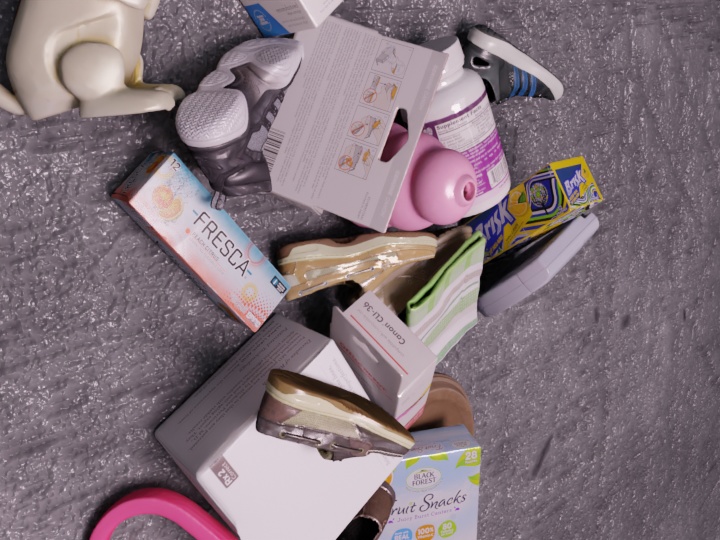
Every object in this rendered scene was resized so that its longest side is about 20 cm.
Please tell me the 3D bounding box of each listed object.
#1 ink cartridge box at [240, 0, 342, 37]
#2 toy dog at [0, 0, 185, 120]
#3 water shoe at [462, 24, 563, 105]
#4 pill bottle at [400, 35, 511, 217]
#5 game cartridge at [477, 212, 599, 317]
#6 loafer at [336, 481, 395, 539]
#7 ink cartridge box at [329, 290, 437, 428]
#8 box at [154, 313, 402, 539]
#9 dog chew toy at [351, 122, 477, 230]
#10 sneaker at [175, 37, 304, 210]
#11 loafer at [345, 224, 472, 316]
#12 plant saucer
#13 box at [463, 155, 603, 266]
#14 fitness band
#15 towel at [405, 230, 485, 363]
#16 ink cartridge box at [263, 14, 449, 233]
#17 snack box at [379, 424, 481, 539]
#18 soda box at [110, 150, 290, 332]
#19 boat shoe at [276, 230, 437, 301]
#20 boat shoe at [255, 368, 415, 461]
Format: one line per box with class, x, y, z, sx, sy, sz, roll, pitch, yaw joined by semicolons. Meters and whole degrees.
ink cartridge box;-0.105;-0.337;0.683;0.068;0.115;0.201;-48;123;-17
toy dog;-0.243;-0.240;0.605;0.187;0.140;0.207;-4;107;2
water shoe;0.202;-0.268;0.976;0.196;0.072;0.080;17;117;-40
pill bottle;0.114;-0.180;0.885;0.111;0.111;0.204;-37;119;-25
game cartridge;0.231;0.000;0.967;0.042;0.200;0.133;44;67;1
loafer;-0.031;0.341;0.866;0.072;0.071;0.203;31;109;-2
ink cartridge box;0.023;0.108;0.813;0.067;0.116;0.202;-38;157;-23
box;-0.087;0.199;0.797;0.200;0.129;0.202;-43;122;-22
dog chew toy;0.051;-0.101;0.794;0.122;0.198;0.129;-13;111;-37
sneaker;-0.112;-0.150;0.713;0.116;0.073;0.202;85;25;-42
loafer;0.070;0.007;0.910;0.197;0.076;0.069;-32;101;-17
plant saucer;0.097;0.250;1.013;0.196;0.029;0.207;-10;106;-36
box;0.217;-0.072;0.929;0.069;0.199;0.066;-16;77;-33
fitness band;-0.197;0.324;0.743;0.199;0.037;0.145;39;95;-2
towel;0.112;0.057;0.921;0.149;0.030;0.202;-46;155;-22
ink cartridge box;-0.016;-0.159;0.762;0.045;0.172;0.205;38;73;-78
snack box;0.073;0.323;0.945;0.163;0.068;0.207;-6;106;-15
soda box;-0.162;-0.028;0.735;0.069;0.063;0.201;-50;125;-18
boat shoe;0.000;0.000;0.831;0.194;0.072;0.079;-8;83;-10
boat shoe;-0.026;0.158;0.716;0.198;0.073;0.066;30;92;-34
